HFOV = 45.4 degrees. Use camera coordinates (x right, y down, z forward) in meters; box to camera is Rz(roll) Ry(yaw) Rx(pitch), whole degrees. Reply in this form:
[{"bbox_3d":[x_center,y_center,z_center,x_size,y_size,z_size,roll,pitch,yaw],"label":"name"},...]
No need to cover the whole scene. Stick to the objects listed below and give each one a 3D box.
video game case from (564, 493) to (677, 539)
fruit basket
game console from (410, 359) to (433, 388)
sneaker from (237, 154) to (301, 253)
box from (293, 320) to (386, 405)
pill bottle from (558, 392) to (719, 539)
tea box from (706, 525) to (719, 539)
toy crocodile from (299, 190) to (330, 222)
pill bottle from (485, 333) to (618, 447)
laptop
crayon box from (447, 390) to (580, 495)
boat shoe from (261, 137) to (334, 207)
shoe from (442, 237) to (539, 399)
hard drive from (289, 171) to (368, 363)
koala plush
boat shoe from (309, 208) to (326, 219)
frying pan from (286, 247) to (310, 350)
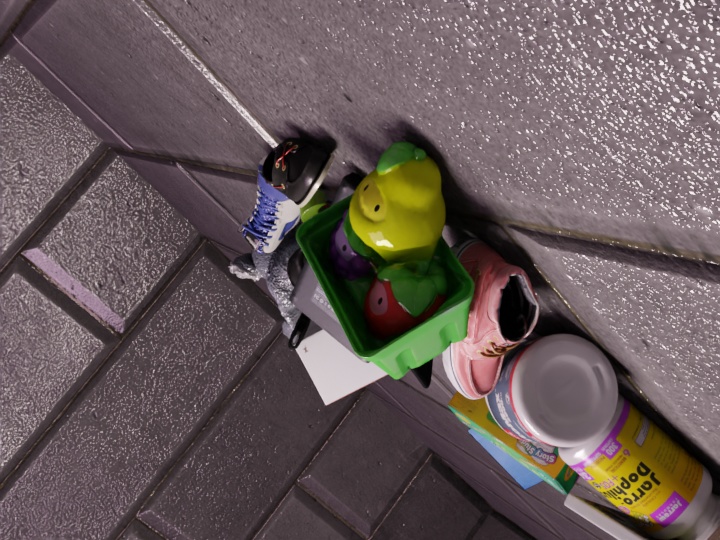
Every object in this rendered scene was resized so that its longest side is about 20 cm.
[{"bbox_3d":[0.359,0.332,1.058,0.198,0.018,0.142,27,179,-38],"label":"video game case"},{"bbox_3d":[0.025,-0.024,0.867,0.219,0.153,0.216,61,178,4],"label":"fruit basket"},{"bbox_3d":[0.042,0.047,1.241,0.175,0.117,0.201,33,167,33],"label":"game console"},{"bbox_3d":[-0.133,-0.086,1.321,0.080,0.116,0.200,36,169,10],"label":"sneaker"},{"bbox_3d":[-0.014,0.092,1.247,0.099,0.123,0.200,62,-172,-10],"label":"box"},{"bbox_3d":[0.337,0.240,1.010,0.199,0.105,0.104,40,170,1],"label":"pill bottle"},{"bbox_3d":[0.417,0.390,0.921,0.133,0.198,0.200,28,142,46],"label":"tea box"},{"bbox_3d":[-0.036,-0.051,1.287,0.200,0.061,0.069,49,-153,-43],"label":"toy crocodile"},{"bbox_3d":[0.212,0.142,1.015,0.119,0.120,0.200,39,170,2],"label":"pill bottle"},{"bbox_3d":[0.297,0.279,1.282,0.187,0.117,0.199,46,168,-32],"label":"laptop"},{"bbox_3d":[0.229,0.194,1.168,0.199,0.119,0.058,31,168,42],"label":"crayon box"},{"bbox_3d":[-0.082,-0.127,1.080,0.063,0.074,0.201,34,176,-17],"label":"boat shoe"},{"bbox_3d":[0.139,0.070,0.925,0.091,0.070,0.204,37,141,51],"label":"shoe"},{"bbox_3d":[0.000,0.000,1.072,0.139,0.033,0.202,37,126,14],"label":"hard drive"},{"bbox_3d":[-0.117,-0.011,1.448,0.199,0.177,0.184,40,171,39],"label":"koala plush"},{"bbox_3d":[-0.002,-0.036,1.124,0.198,0.060,0.077,15,123,53],"label":"boat shoe"},{"bbox_3d":[-0.070,0.018,1.182,0.114,0.189,0.031,38,138,17],"label":"frying pan"}]
